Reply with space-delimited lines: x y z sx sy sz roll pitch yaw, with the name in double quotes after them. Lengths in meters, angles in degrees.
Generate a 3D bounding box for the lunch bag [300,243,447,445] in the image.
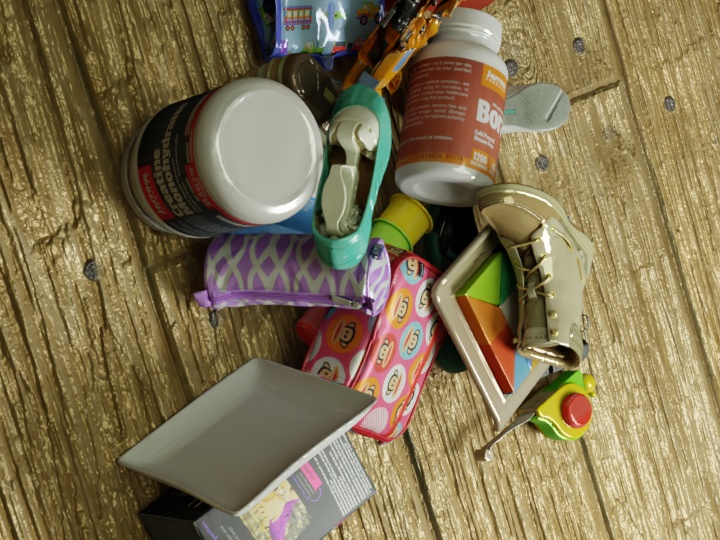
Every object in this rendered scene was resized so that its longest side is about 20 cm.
0.026 0.082 1.700 0.176 0.081 0.202 31 80 -57 "lunch bag"

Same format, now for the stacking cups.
0.000 0.000 1.733 0.200 0.060 0.061 -48 111 -27 "stacking cups"

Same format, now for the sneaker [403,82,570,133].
0.142 -0.188 1.849 0.198 0.080 0.071 1 92 -16 "sneaker"

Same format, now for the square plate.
-0.111 0.166 1.559 0.198 0.199 0.029 -36 122 -32 "square plate"

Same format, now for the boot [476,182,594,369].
0.187 0.008 1.703 0.200 0.072 0.157 37 53 -46 "boot"

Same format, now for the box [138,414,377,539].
-0.103 0.237 1.597 0.199 0.122 0.107 -35 106 -32 "box"

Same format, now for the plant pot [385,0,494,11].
0.106 -0.412 1.777 0.198 0.176 0.202 -8 90 -35 "plant pot"

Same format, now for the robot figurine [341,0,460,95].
0.056 -0.262 1.659 0.058 0.200 0.145 38 34 -1 "robot figurine"

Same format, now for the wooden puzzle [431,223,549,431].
0.166 0.049 1.749 0.185 0.037 0.201 -46 120 -42 "wooden puzzle"

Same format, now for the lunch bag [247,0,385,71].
-0.047 -0.318 1.710 0.149 0.094 0.202 -9 92 -37 "lunch bag"

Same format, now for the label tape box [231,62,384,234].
-0.059 -0.109 1.698 0.142 0.066 0.202 17 74 -32 "label tape box"

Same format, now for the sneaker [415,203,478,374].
0.107 0.016 1.787 0.071 0.080 0.202 -5 86 -26 "sneaker"

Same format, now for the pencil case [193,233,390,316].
-0.064 0.007 1.605 0.084 0.198 0.086 68 30 -49 "pencil case"

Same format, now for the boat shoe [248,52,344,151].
-0.047 -0.158 1.633 0.200 0.075 0.072 50 48 -45 "boat shoe"

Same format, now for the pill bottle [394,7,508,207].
0.104 -0.181 1.736 0.111 0.112 0.202 18 72 -32 "pill bottle"

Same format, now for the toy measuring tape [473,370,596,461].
0.217 0.189 1.860 0.199 0.073 0.074 -36 105 -32 "toy measuring tape"

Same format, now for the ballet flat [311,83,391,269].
-0.009 -0.102 1.540 0.067 0.070 0.202 4 71 10 "ballet flat"

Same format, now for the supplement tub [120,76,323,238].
-0.141 -0.107 1.557 0.139 0.199 0.142 4 82 -34 "supplement tub"

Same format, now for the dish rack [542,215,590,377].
0.201 0.033 1.855 0.152 0.054 0.202 -18 105 -36 "dish rack"
